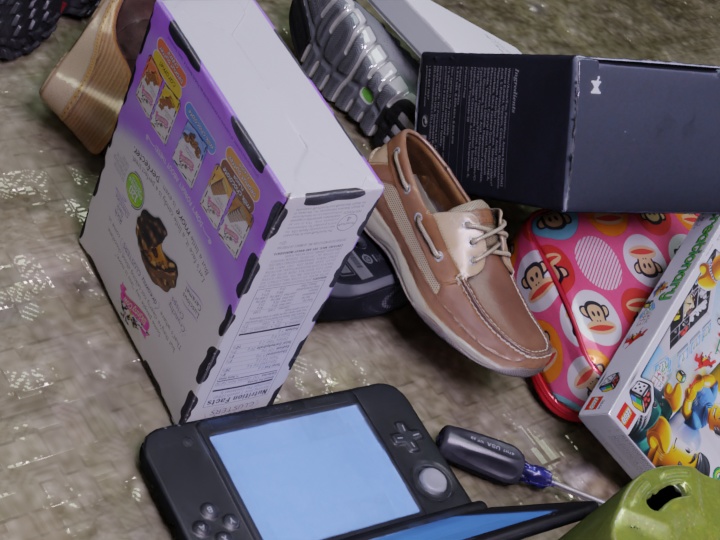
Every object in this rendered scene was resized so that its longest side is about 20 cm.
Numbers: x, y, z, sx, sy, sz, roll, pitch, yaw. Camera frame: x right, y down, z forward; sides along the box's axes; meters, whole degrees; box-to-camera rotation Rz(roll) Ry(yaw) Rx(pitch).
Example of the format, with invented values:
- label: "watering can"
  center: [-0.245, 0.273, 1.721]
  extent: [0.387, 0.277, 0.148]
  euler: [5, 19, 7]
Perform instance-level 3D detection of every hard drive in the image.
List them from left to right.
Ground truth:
- label: "hard drive"
  center: [0.102, -0.180, 1.200]
  extent: [0.199, 0.026, 0.132]
  euler: [16, 29, -47]

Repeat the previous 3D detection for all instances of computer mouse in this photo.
- label: "computer mouse"
  center: [0.000, 0.000, 0.993]
  extent: [0.199, 0.053, 0.139]
  euler: [-1, 48, -47]

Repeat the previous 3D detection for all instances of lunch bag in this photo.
- label: "lunch bag"
  center: [0.208, 0.039, 1.041]
  extent: [0.198, 0.082, 0.177]
  euler: [-1, 56, -33]

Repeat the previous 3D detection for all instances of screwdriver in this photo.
- label: "screwdriver"
  center: [0.140, 0.146, 0.938]
  extent: [0.198, 0.028, 0.029]
  euler: [22, 10, -14]

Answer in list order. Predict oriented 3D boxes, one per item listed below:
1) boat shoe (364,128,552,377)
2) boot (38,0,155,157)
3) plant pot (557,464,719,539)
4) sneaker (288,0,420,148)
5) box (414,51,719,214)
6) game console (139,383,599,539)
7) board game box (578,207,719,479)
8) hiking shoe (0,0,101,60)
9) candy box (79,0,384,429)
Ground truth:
- label: "boat shoe"
  center: [0.065, -0.015, 0.957]
  extent: [0.075, 0.072, 0.200]
  euler: [-10, 55, -51]
- label: "boot"
  center: [-0.139, -0.129, 1.047]
  extent: [0.166, 0.072, 0.201]
  euler: [34, 36, -13]
- label: "plant pot"
  center: [0.144, 0.208, 0.741]
  extent: [0.198, 0.191, 0.201]
  euler: [16, 41, -15]
- label: "sneaker"
  center: [0.029, -0.164, 1.176]
  extent: [0.115, 0.075, 0.201]
  euler: [-15, 65, -48]
- label: "box"
  center: [0.150, -0.103, 1.024]
  extent: [0.147, 0.106, 0.200]
  euler: [0, 9, -28]
- label: "game console"
  center: [0.002, 0.118, 0.809]
  extent: [0.198, 0.117, 0.177]
  euler: [-7, 51, -37]
- label: "board game box"
  center: [0.242, 0.067, 0.977]
  extent: [0.126, 0.034, 0.201]
  euler: [47, 62, -20]
- label: "hiking shoe"
  center: [-0.268, -0.220, 1.056]
  extent: [0.100, 0.076, 0.200]
  euler: [27, 29, 11]
- label: "candy box"
  center: [-0.087, -0.033, 0.850]
  extent: [0.071, 0.201, 0.168]
  euler: [-9, 52, -36]
